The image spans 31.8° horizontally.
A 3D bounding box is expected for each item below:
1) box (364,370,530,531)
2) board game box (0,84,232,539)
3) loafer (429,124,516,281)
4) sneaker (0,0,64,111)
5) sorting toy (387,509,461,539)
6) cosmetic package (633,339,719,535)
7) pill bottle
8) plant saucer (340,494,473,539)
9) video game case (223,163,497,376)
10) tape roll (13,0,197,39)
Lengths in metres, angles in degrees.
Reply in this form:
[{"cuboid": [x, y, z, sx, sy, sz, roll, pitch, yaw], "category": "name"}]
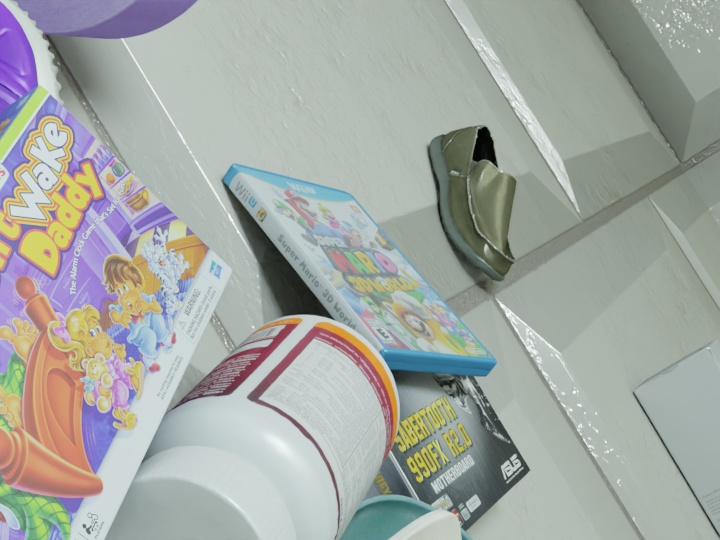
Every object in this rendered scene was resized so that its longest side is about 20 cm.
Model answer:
[{"cuboid": [0.038, 0.110, 0.905, 0.159, 0.048, 0.200, 60, 23, 7], "category": "box"}, {"cuboid": [-0.149, 0.035, 0.560, 0.134, 0.045, 0.201, 45, 45, -26], "category": "board game box"}, {"cuboid": [0.122, -0.078, 1.286, 0.075, 0.069, 0.201, 33, 32, -43], "category": "loafer"}, {"cuboid": [-0.204, -0.075, 0.641, 0.099, 0.069, 0.202, 10, 50, -56], "category": "sneaker"}, {"cuboid": [0.032, 0.215, 0.616, 0.201, 0.107, 0.180, 55, 45, -4], "category": "sorting toy"}, {"cuboid": [0.421, 0.195, 1.479, 0.201, 0.107, 0.085, 62, 24, 9], "category": "cosmetic package"}, {"cuboid": [-0.053, 0.104, 0.656, 0.110, 0.109, 0.200, 54, 24, -5], "category": "pill bottle"}, {"cuboid": [0.032, 0.231, 0.727, 0.199, 0.036, 0.202, 33, 40, -33], "category": "plant saucer"}, {"cuboid": [0.000, 0.000, 0.922, 0.142, 0.018, 0.200, 10, 33, -52], "category": "video game case"}, {"cuboid": [-0.168, -0.243, 0.762, 0.201, 0.199, 0.066, 59, 23, 7], "category": "tape roll"}]
